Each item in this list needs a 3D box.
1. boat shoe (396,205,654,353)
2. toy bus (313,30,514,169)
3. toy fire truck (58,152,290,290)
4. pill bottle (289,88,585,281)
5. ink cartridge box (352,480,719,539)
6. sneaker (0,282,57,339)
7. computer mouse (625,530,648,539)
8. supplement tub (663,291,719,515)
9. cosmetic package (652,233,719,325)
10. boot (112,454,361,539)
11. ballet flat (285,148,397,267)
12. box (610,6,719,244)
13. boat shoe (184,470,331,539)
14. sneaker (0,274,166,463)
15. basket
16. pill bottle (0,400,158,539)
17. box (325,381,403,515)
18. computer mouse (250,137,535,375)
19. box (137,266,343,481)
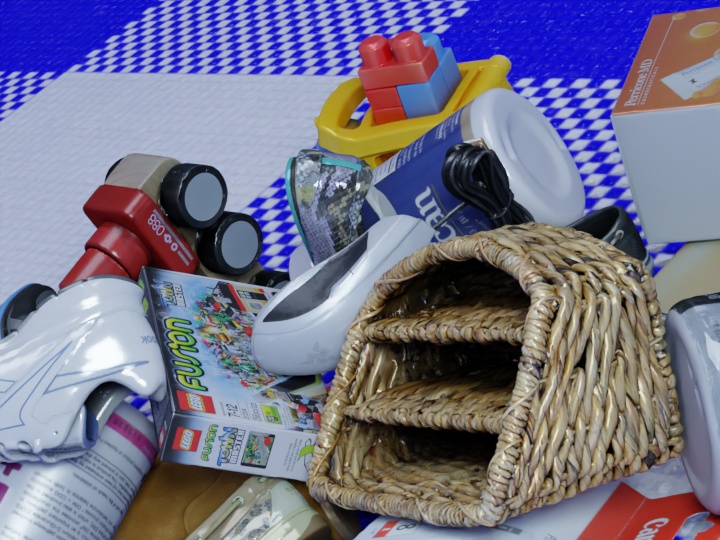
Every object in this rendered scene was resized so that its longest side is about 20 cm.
[{"bbox_3d":[0.096,0.017,1.361,0.199,0.057,0.069,-24,27,-3],"label":"boat shoe"},{"bbox_3d":[0.031,-0.092,1.552,0.199,0.193,0.136,-8,32,30],"label":"toy bus"},{"bbox_3d":[-0.146,0.039,1.487,0.128,0.176,0.200,10,55,47],"label":"toy fire truck"},{"bbox_3d":[0.048,-0.030,1.437,0.200,0.111,0.111,-34,20,29],"label":"pill bottle"},{"bbox_3d":[0.108,0.139,1.172,0.199,0.050,0.162,-14,7,24],"label":"ink cartridge box"},{"bbox_3d":[-0.240,0.078,1.601,0.082,0.071,0.200,-17,32,1],"label":"sneaker"},{"bbox_3d":[0.083,0.203,1.125,0.199,0.046,0.140,-15,11,-2],"label":"computer mouse"},{"bbox_3d":[0.275,0.059,1.138,0.199,0.123,0.123,-10,27,-3],"label":"supplement tub"},{"bbox_3d":[0.257,0.010,1.283,0.071,0.106,0.200,9,43,44],"label":"cosmetic package"},{"bbox_3d":[-0.092,0.157,1.354,0.144,0.071,0.201,-39,36,-3],"label":"boot"},{"bbox_3d":[0.000,0.000,1.342,0.072,0.201,0.072,-5,49,6],"label":"ballet flat"},{"bbox_3d":[0.268,-0.096,1.248,0.199,0.098,0.125,-5,34,26],"label":"box"},{"bbox_3d":[-0.111,0.198,1.244,0.200,0.073,0.063,-34,66,-19],"label":"boat shoe"},{"bbox_3d":[-0.208,0.083,1.248,0.199,0.075,0.087,-31,69,7],"label":"sneaker"},{"bbox_3d":[0.062,0.054,1.178,0.148,0.144,0.200,-16,9,-29],"label":"basket"},{"bbox_3d":[-0.219,0.168,1.312,0.113,0.113,0.201,6,61,44],"label":"pill bottle"},{"bbox_3d":[0.066,0.079,1.380,0.199,0.039,0.137,-31,27,-14],"label":"box"},{"bbox_3d":[0.022,0.007,1.290,0.200,0.110,0.044,-38,50,-7],"label":"computer mouse"},{"bbox_3d":[-0.083,0.065,1.329,0.109,0.035,0.200,10,24,-17],"label":"box"}]
